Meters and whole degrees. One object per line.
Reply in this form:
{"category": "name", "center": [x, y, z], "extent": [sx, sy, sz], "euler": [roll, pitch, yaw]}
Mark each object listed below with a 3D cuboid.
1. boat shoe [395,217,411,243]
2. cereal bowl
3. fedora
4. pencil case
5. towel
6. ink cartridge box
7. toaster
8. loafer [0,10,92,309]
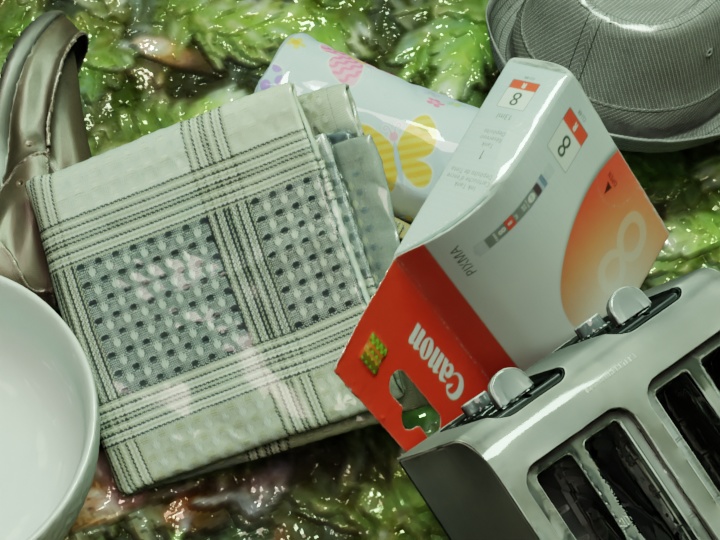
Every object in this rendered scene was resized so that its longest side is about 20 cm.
{"category": "boat shoe", "center": [0.000, 0.000, 1.281], "extent": [0.199, 0.074, 0.076], "euler": [14, 61, 7]}
{"category": "cereal bowl", "center": [-0.238, 0.100, 1.214], "extent": [0.199, 0.083, 0.201], "euler": [1, 60, -1]}
{"category": "fedora", "center": [0.170, -0.159, 1.330], "extent": [0.177, 0.091, 0.200], "euler": [39, 47, 23]}
{"category": "pencil case", "center": [0.032, -0.070, 1.313], "extent": [0.199, 0.091, 0.084], "euler": [23, 100, 12]}
{"category": "towel", "center": [-0.070, 0.008, 1.238], "extent": [0.199, 0.035, 0.194], "euler": [-18, 83, 6]}
{"category": "ink cartridge box", "center": [0.081, 0.012, 1.203], "extent": [0.050, 0.162, 0.201], "euler": [14, 66, 36]}
{"category": "toaster", "center": [0.147, 0.122, 1.164], "extent": [0.180, 0.119, 0.201], "euler": [-32, 86, -21]}
{"category": "loafer", "center": [-0.186, -0.057, 1.319], "extent": [0.071, 0.073, 0.201], "euler": [11, 70, 0]}
